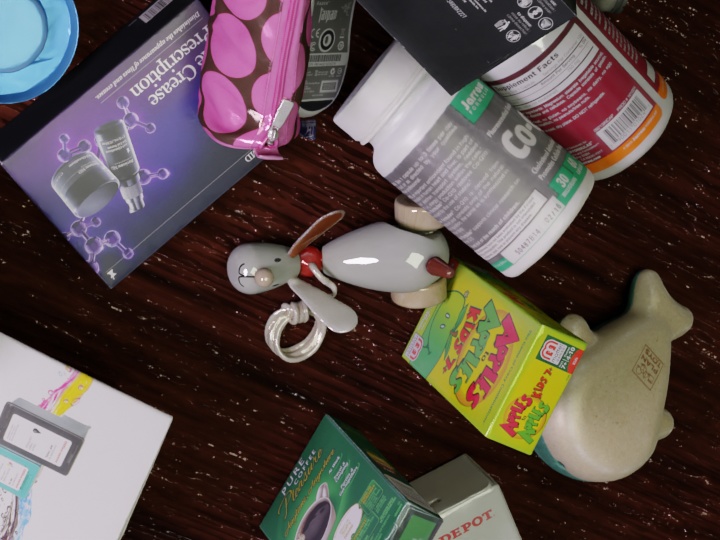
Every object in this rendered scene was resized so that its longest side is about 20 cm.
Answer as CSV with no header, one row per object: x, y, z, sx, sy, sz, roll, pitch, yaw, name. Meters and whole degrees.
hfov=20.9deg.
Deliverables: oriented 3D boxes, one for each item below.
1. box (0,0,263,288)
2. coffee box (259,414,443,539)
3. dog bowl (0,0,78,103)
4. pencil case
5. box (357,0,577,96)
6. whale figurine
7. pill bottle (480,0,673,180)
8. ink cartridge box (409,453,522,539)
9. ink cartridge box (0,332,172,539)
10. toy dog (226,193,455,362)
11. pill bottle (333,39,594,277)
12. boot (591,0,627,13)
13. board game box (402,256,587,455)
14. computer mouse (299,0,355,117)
-0.172,-0.107,1.556,0.200,0.079,0.141,-41,117,-4,box
-0.010,0.212,1.642,0.044,0.200,0.123,27,95,-27,coffee box
-0.315,-0.202,1.491,0.200,0.050,0.112,20,99,-23,dog bowl
-0.068,-0.184,1.442,0.091,0.094,0.200,-2,129,-13,pencil case
0.072,-0.266,1.488,0.124,0.200,0.149,-31,123,27,box
0.219,0.095,1.756,0.159,0.104,0.200,44,65,-24,whale figurine
0.160,-0.177,1.629,0.113,0.113,0.200,-47,115,-1,pill bottle
0.081,0.288,1.760,0.145,0.083,0.200,-27,113,-10,ink cartridge box
-0.282,0.133,1.536,0.200,0.147,0.146,29,79,-25,ink cartridge box
0.000,0.000,1.636,0.200,0.096,0.132,-28,113,-10,toy dog
0.083,-0.097,1.604,0.200,0.113,0.113,39,91,-6,pill bottle
0.157,-0.309,1.621,0.130,0.068,0.200,-6,101,-13,boot
0.108,0.067,1.637,0.048,0.200,0.102,24,97,-24,board game box
-0.038,-0.223,1.575,0.110,0.044,0.200,-8,116,-52,computer mouse
